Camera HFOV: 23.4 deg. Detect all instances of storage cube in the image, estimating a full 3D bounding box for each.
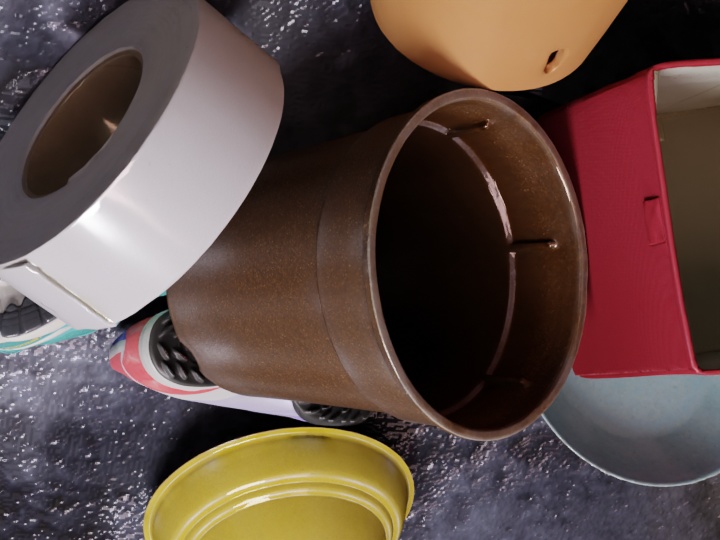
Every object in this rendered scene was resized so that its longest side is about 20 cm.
[{"bbox_3d":[0.225,-0.030,1.057,0.171,0.180,0.200,-8,88,-16],"label":"storage cube"}]

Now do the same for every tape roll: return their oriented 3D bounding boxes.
[{"bbox_3d":[-0.138,-0.066,1.009,0.202,0.203,0.071,-42,122,14],"label":"tape roll"}]

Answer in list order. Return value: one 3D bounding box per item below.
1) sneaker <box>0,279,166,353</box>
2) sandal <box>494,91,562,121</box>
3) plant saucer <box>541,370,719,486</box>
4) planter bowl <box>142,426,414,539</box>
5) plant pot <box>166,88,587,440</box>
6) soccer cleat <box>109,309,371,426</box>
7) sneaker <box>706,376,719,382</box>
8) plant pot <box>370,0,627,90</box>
[{"bbox_3d":[-0.162,-0.002,1.132,0.200,0.078,0.080,-20,161,-10],"label":"sneaker"},{"bbox_3d":[0.127,-0.075,1.157,0.200,0.048,0.075,6,120,-18],"label":"sandal"},{"bbox_3d":[0.194,0.053,1.207,0.201,0.201,0.039,5,164,-16],"label":"plant saucer"},{"bbox_3d":[-0.051,0.205,1.241,0.200,0.084,0.201,-8,139,-7],"label":"planter bowl"},{"bbox_3d":[0.000,0.000,1.052,0.198,0.200,0.200,-3,137,42],"label":"plant pot"},{"bbox_3d":[-0.077,0.067,1.198,0.200,0.073,0.068,14,74,-37],"label":"soccer cleat"},{"bbox_3d":[0.246,0.088,1.285,0.200,0.075,0.089,-7,138,-5],"label":"sneaker"},{"bbox_3d":[0.083,-0.199,0.997,0.200,0.200,0.140,1,137,-14],"label":"plant pot"}]
